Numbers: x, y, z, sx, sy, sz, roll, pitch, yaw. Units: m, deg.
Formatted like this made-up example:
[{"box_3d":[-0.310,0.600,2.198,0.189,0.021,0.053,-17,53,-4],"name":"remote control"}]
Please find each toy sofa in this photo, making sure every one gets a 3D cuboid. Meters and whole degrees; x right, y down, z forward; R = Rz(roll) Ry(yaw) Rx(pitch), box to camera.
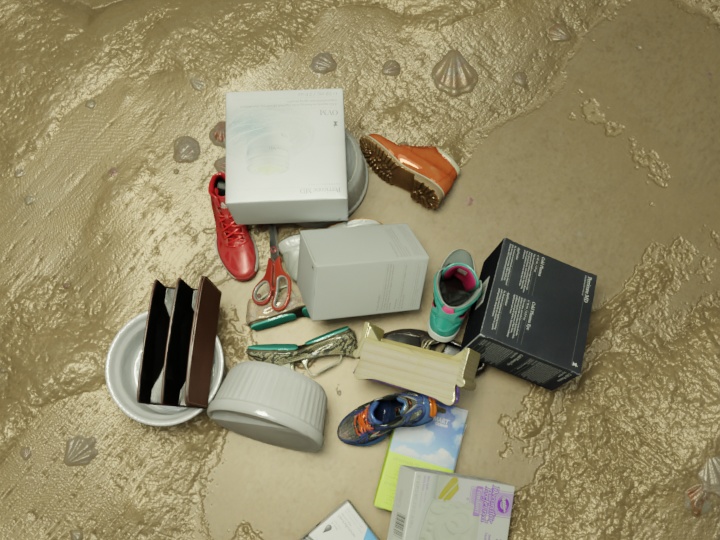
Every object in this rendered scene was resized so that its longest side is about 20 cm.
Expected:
[{"box_3d":[0.092,0.159,1.166,0.200,0.083,0.098,12,81,24],"name":"toy sofa"}]

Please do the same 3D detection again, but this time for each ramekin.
[{"box_3d":[-0.331,0.171,1.215,0.200,0.098,0.201,0,76,-1],"name":"ramekin"},{"box_3d":[-0.147,0.225,1.160,0.202,0.202,0.094,15,65,3],"name":"ramekin"},{"box_3d":[-0.083,-0.189,1.301,0.200,0.105,0.201,0,76,-1],"name":"ramekin"}]

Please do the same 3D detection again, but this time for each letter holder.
[{"box_3d":[-0.294,0.113,1.106,0.100,0.142,0.200,4,77,0],"name":"letter holder"}]

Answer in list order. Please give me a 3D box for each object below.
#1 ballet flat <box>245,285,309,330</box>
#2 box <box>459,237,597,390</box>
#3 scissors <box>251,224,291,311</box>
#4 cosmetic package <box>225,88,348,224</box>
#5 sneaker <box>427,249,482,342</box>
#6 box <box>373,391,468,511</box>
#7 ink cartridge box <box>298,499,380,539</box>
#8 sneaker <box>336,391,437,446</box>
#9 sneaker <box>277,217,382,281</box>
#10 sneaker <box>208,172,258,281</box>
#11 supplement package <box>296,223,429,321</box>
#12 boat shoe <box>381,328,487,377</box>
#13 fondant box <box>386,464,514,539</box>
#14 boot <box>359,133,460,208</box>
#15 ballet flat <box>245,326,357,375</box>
[{"box_3d":[-0.113,0.056,1.264,0.200,0.068,0.067,-10,69,-5],"name":"ballet flat"},{"box_3d":[0.293,0.077,1.211,0.182,0.104,0.200,22,62,-3],"name":"box"},{"box_3d":[-0.149,-0.025,1.257,0.073,0.014,0.200,3,74,17],"name":"scissors"},{"box_3d":[-0.123,-0.192,1.186,0.199,0.123,0.200,-3,78,-1],"name":"cosmetic package"},{"box_3d":[0.170,0.015,1.222,0.083,0.121,0.200,17,54,2],"name":"sneaker"},{"box_3d":[0.105,0.326,1.211,0.122,0.048,0.200,16,77,2],"name":"box"},{"box_3d":[-0.063,0.494,1.158,0.200,0.068,0.116,-39,80,-9],"name":"ink cartridge box"},{"box_3d":[0.030,0.245,1.177,0.200,0.078,0.075,-32,60,32],"name":"sneaker"},{"box_3d":[-0.048,-0.036,1.289,0.200,0.076,0.092,-16,85,3],"name":"sneaker"},{"box_3d":[-0.243,-0.084,1.267,0.078,0.116,0.200,-20,77,-5],"name":"sneaker"},{"box_3d":[0.000,0.000,1.208,0.200,0.117,0.117,-5,37,-18],"name":"supplement package"},{"box_3d":[0.132,0.142,1.241,0.200,0.073,0.075,10,76,1],"name":"boat shoe"},{"box_3d":[0.150,0.411,1.145,0.200,0.058,0.145,15,79,-24],"name":"fondant box"},{"box_3d":[0.095,-0.212,1.335,0.200,0.075,0.107,36,64,9],"name":"boot"},{"box_3d":[-0.102,0.154,1.244,0.200,0.068,0.075,-11,93,-6],"name":"ballet flat"}]
